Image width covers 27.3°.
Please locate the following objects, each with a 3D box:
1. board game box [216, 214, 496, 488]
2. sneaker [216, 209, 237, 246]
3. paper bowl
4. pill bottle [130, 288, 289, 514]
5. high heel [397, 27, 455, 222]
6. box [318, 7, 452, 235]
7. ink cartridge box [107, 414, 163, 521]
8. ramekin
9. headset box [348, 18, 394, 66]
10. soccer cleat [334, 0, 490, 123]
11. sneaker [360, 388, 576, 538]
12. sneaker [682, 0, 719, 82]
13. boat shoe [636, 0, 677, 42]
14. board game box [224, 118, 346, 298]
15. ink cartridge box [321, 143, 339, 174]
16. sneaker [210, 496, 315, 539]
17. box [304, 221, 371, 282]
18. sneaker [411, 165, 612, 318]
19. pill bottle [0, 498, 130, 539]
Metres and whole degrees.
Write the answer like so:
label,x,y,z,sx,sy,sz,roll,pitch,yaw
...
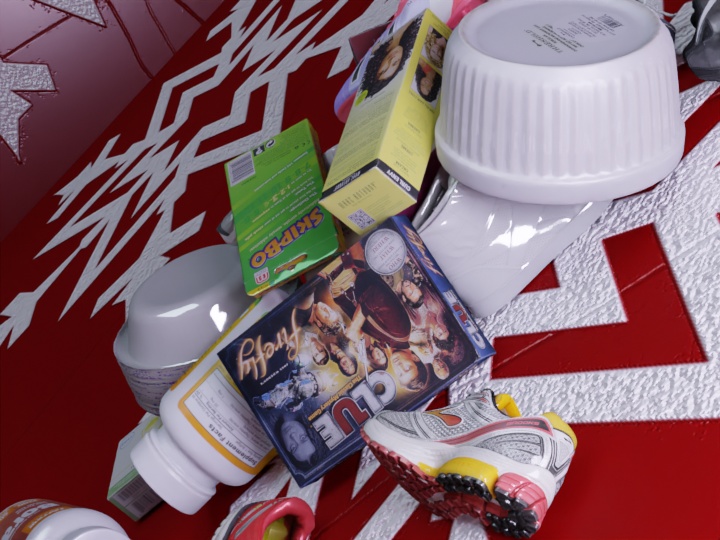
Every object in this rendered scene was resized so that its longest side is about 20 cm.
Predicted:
label,x,y,z,sx,sy,sz,roll,pitch,yaw
board game box,-0.007,0.067,1.205,0.200,0.136,0.035,-38,-12,23
sneaker,-0.064,-0.046,1.491,0.074,0.087,0.200,-42,-17,33
paper bowl,-0.150,0.049,1.470,0.200,0.105,0.201,-18,26,9
pill bottle,-0.110,0.122,1.336,0.200,0.111,0.111,-45,20,4
high heel,0.050,-0.131,1.307,0.067,0.096,0.201,16,83,28
box,0.028,-0.127,1.239,0.075,0.050,0.201,-30,32,41
ink cartridge box,-0.187,0.150,1.535,0.145,0.048,0.200,-40,23,18
ramekin,0.155,-0.144,1.167,0.199,0.106,0.201,-3,31,2
headset box,0.088,-0.229,1.497,0.199,0.078,0.149,-21,1,16
soccer cleat,0.047,-0.219,1.397,0.200,0.067,0.077,-41,63,9
sneaker,0.076,0.126,1.027,0.082,0.078,0.200,-50,29,-21
sneaker,0.318,-0.225,1.187,0.098,0.071,0.201,-13,40,54
boat shoe,0.237,-0.222,1.350,0.062,0.075,0.200,-59,12,-2
board game box,-0.071,-0.055,1.356,0.095,0.030,0.200,-28,37,11
ink cartridge box,0.054,-0.136,1.444,0.199,0.050,0.161,-26,3,-8
sneaker,-0.087,0.244,1.117,0.085,0.077,0.200,-26,28,33
box,0.000,0.000,1.369,0.095,0.078,0.200,-30,22,2
sneaker,0.129,-0.070,1.212,0.200,0.116,0.074,-46,18,-2
pill bottle,-0.277,0.275,1.383,0.112,0.112,0.200,-55,21,-22
